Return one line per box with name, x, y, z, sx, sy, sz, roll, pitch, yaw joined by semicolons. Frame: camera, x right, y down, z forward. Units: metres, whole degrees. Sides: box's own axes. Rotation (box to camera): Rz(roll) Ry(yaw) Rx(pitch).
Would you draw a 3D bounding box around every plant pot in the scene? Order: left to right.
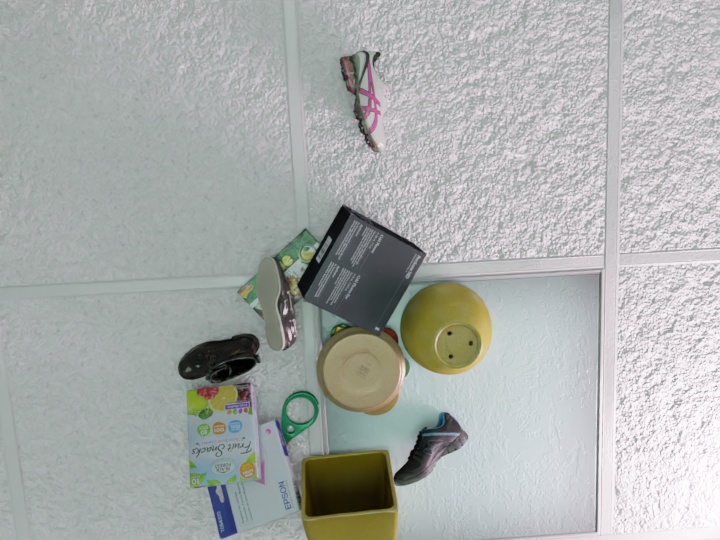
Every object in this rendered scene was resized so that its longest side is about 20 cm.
plant pot;-0.019;0.532;1.492;0.195;0.194;0.200;-6;114;-2
plant pot;0.189;0.137;1.449;0.200;0.142;0.201;0;101;-3

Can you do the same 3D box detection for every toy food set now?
toy food set;0.005;0.210;1.500;0.200;0.049;0.198;17;99;-5

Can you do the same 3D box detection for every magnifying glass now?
magnifying glass;-0.159;0.356;1.533;0.079;0.022;0.200;28;96;-7

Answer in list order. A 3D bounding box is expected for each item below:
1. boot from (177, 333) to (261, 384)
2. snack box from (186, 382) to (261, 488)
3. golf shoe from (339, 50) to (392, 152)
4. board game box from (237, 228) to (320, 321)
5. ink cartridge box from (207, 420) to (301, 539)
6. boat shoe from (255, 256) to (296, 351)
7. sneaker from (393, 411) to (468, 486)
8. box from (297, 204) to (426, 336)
boot;-0.293;0.190;1.416;0.200;0.174;0.069;-22;101;1
snack box;-0.287;0.345;1.461;0.142;0.053;0.200;-7;71;1
golf shoe;0.026;-0.339;1.391;0.092;0.073;0.200;-16;100;-1
board game box;-0.154;0.016;1.471;0.200;0.023;0.105;-43;97;5
ink cartridge box;-0.241;0.446;1.481;0.200;0.043;0.197;-22;71;5
boat shoe;-0.172;0.067;1.447;0.067;0.057;0.200;0;99;34
sneaker;0.139;0.390;1.513;0.200;0.073;0.082;-34;92;-26
box;0.000;0.000;1.419;0.182;0.104;0.200;28;98;-18
